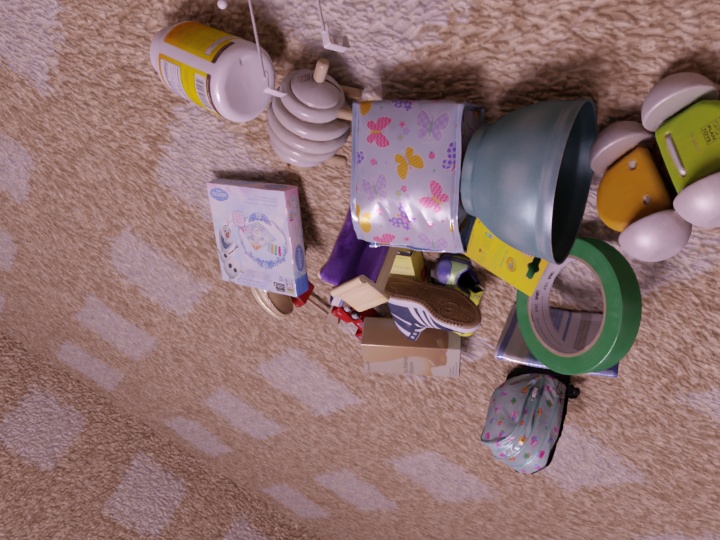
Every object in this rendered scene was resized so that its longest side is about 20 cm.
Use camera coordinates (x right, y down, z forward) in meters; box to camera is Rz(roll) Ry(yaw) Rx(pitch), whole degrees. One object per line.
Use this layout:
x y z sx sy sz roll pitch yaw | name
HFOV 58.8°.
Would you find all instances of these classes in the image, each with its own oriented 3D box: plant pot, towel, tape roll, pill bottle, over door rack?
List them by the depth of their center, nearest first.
-0.109 -0.340 0.798 0.147 0.066 0.203 -16 94 46 | over door rack
0.209 -0.119 0.815 0.132 0.201 0.202 13 143 28 | plant pot
-0.222 -0.295 0.931 0.199 0.109 0.110 31 151 34 | pill bottle
0.320 0.052 0.957 0.048 0.204 0.200 0 158 -31 | tape roll
0.332 0.111 1.063 0.197 0.147 0.024 6 126 27 | towel

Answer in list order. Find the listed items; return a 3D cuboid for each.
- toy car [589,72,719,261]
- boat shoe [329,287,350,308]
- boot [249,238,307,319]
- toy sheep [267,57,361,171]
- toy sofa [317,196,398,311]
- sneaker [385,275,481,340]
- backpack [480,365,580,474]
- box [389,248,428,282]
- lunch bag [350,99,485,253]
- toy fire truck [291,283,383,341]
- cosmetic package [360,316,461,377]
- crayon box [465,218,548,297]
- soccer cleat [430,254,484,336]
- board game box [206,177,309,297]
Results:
0.383 -0.115 0.755 0.148 0.178 0.200 2 153 -26 | toy car
0.000 0.000 1.221 0.071 0.073 0.201 13 142 -12 | boat shoe
-0.160 -0.005 1.282 0.153 0.072 0.202 -18 101 43 | boot
-0.070 -0.224 0.933 0.136 0.139 0.201 26 137 3 | toy sheep
0.016 -0.045 1.032 0.097 0.202 0.082 38 145 -24 | toy sofa
0.129 0.083 1.123 0.198 0.070 0.109 21 144 36 | sneaker
0.318 0.287 1.239 0.126 0.202 0.167 32 146 -7 | backpack
0.084 0.015 1.190 0.074 0.050 0.202 8 139 26 | box
0.077 -0.130 0.893 0.167 0.127 0.204 6 100 27 | lunch bag
-0.047 0.086 1.369 0.140 0.049 0.200 -16 126 46 | toy fire truck
0.103 0.155 1.288 0.196 0.072 0.106 1 139 9 | cosmetic package
0.202 -0.062 0.971 0.199 0.051 0.128 36 148 19 | crayon box
0.188 0.053 1.154 0.083 0.065 0.202 4 137 31 | soccer cleat
-0.193 -0.065 1.203 0.198 0.043 0.202 11 117 33 | board game box
